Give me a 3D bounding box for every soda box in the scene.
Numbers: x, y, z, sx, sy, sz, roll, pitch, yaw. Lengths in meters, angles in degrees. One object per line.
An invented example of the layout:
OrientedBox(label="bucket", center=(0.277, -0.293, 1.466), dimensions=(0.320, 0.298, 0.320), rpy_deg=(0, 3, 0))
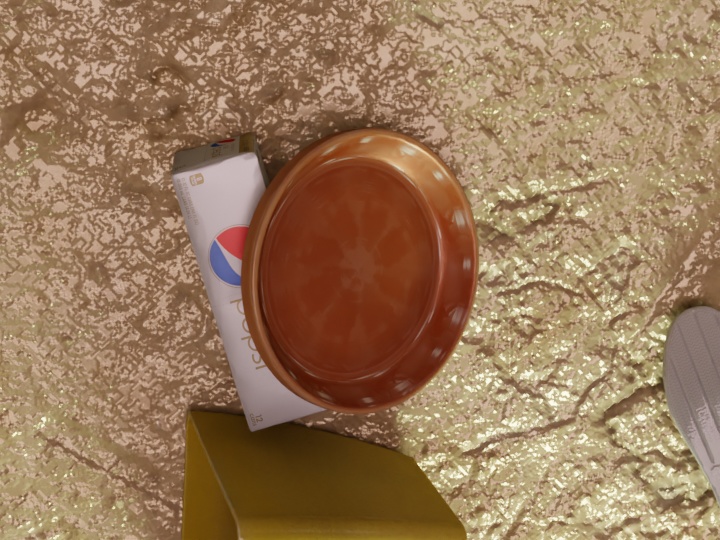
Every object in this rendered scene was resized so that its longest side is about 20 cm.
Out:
OrientedBox(label="soda box", center=(-0.078, 0.008, 1.049), dimensions=(0.063, 0.068, 0.201), rpy_deg=(-16, 108, 0))

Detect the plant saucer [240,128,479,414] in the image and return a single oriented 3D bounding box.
OrientedBox(label="plant saucer", center=(0.000, 0.000, 1.032), dimensions=(0.199, 0.032, 0.202), rpy_deg=(-6, 100, -36))

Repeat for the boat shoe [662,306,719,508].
OrientedBox(label="boat shoe", center=(0.282, 0.125, 1.119), dimensions=(0.072, 0.071, 0.202), rpy_deg=(-17, 88, 14))

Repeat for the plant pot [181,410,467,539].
OrientedBox(label="plant pot", center=(-0.029, 0.227, 1.064), dimensions=(0.175, 0.200, 0.202), rpy_deg=(-1, 107, -16))
